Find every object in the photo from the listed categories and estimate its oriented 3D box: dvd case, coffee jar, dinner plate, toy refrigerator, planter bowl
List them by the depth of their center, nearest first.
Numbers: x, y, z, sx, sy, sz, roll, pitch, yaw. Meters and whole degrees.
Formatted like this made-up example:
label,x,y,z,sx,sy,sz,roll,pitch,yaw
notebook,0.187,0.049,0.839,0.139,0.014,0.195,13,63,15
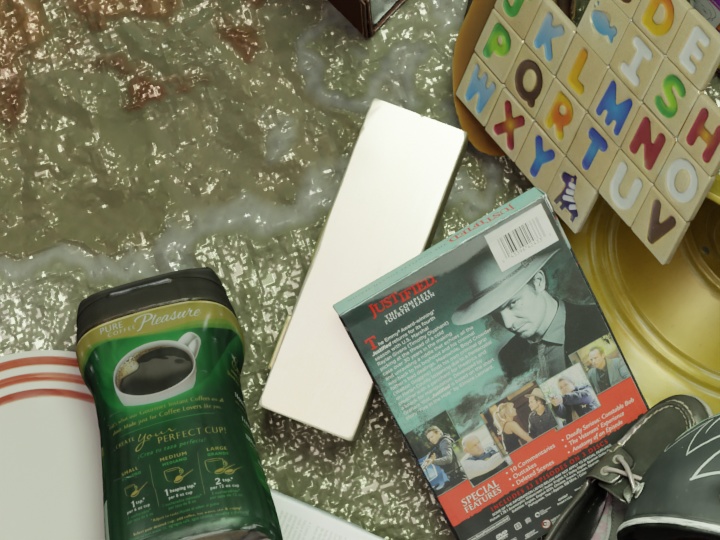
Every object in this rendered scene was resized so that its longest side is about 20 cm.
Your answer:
label,x,y,z,sx,sy,sz,roll,pitch,yaw
coffee jar,-0.112,0.096,1.534,0.104,0.085,0.201,-14,56,3
planter bowl,0.216,0.004,1.538,0.200,0.201,0.083,43,54,4
dvd case,0.089,0.069,1.545,0.146,0.022,0.201,-30,114,-4
dinner plate,-0.182,0.136,1.556,0.199,0.024,0.201,10,51,-13
toy refrigerator,0.000,0.000,1.575,0.070,0.076,0.201,20,88,3

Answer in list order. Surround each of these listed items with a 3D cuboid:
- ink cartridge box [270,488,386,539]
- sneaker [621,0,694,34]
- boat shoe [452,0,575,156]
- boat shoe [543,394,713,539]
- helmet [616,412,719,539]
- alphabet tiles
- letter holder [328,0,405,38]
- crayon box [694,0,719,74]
label,x,y,z,sx,sy,sz,roll,pitch,yaw
ink cartridge box,-0.014,0.240,1.562,0.199,0.057,0.163,22,87,9
sneaker,0.180,-0.149,1.529,0.081,0.200,0.078,5,65,-8
boat shoe,0.103,-0.173,1.580,0.070,0.070,0.201,13,108,18
boat shoe,0.149,0.163,1.541,0.067,0.057,0.201,38,105,37
helmet,0.251,0.168,1.448,0.199,0.200,0.192,-12,80,2
alphabet tiles,0.139,-0.105,1.477,0.200,0.008,0.168,52,134,33
letter holder,-0.035,-0.255,1.557,0.200,0.142,0.101,44,89,4
crayon box,0.226,-0.182,1.523,0.058,0.173,0.200,-43,86,-10
